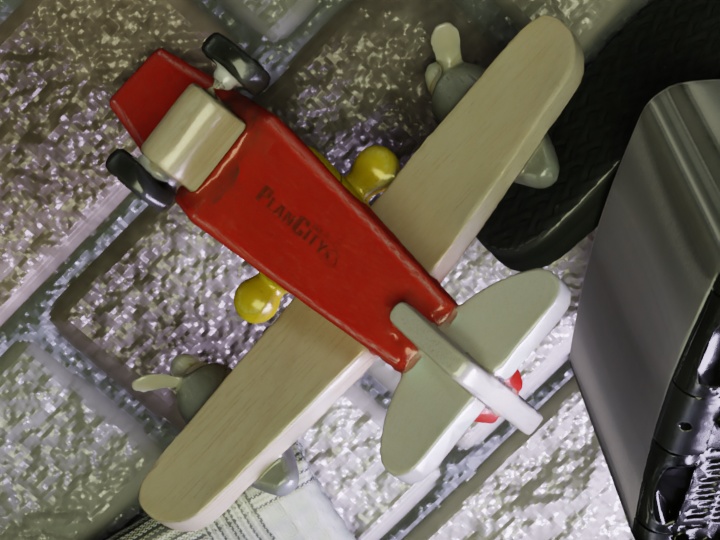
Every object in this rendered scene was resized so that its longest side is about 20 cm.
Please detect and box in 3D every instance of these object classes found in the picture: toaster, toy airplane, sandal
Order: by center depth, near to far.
[{"bbox_3d":[0.000,0.000,0.919,0.199,0.141,0.200,-6,81,10],"label":"toy airplane"},{"bbox_3d":[0.185,0.024,0.923,0.199,0.119,0.182,-4,133,-16],"label":"toaster"},{"bbox_3d":[0.133,-0.071,0.952,0.200,0.076,0.048,-38,136,16],"label":"sandal"}]

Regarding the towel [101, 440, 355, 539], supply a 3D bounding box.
[{"bbox_3d":[-0.063,0.200,1.047,0.192,0.035,0.201,-29,113,5],"label":"towel"}]
